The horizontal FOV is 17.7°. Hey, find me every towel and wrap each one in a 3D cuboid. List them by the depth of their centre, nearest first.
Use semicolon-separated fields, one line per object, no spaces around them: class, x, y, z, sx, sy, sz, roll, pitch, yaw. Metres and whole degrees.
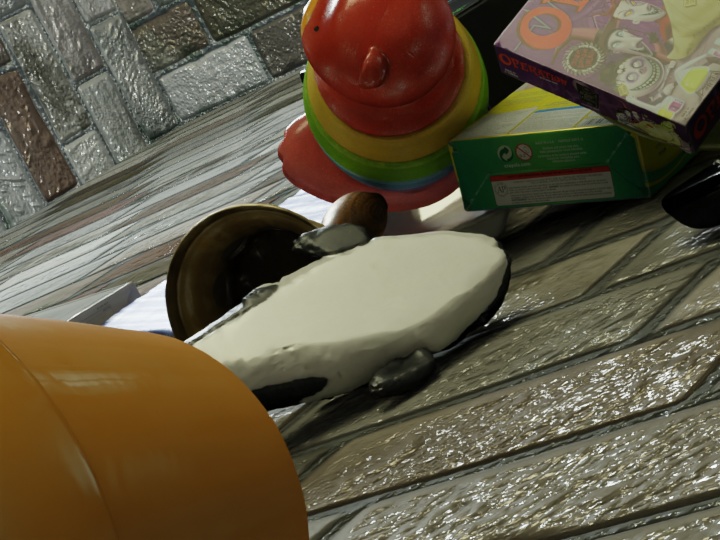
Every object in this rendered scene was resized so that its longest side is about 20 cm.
towel;-0.064;-0.004;1.438;0.200;0.024;0.145;-35;13;-27

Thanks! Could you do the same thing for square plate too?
square plate;0.000;0.000;1.369;0.198;0.028;0.200;-28;8;5

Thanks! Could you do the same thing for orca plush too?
orca plush;-0.018;0.050;1.088;0.200;0.071;0.105;-36;55;-24

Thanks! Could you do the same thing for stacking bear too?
stacking bear;0.015;-0.109;1.287;0.122;0.114;0.200;-62;-9;-10

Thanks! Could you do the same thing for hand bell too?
hand bell;-0.019;-0.010;1.233;0.104;0.104;0.200;-24;8;23

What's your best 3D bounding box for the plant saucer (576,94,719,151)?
plant saucer;0.196;-0.136;1.201;0.199;0.031;0.200;-8;55;11

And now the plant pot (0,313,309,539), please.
plant pot;-0.116;0.091;0.675;0.200;0.201;0.183;-22;-5;33

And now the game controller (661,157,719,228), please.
game controller;0.227;-0.078;1.060;0.200;0.042;0.104;-31;9;-25

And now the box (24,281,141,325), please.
box;-0.223;0.072;1.538;0.117;0.060;0.200;-33;10;-33

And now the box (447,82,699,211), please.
box;0.145;-0.091;1.307;0.117;0.048;0.200;-3;22;32

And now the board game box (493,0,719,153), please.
board game box;0.173;-0.159;1.190;0.120;0.032;0.200;24;66;34

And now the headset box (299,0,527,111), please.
headset box;0.089;-0.143;1.506;0.174;0.093;0.200;-34;12;-28
